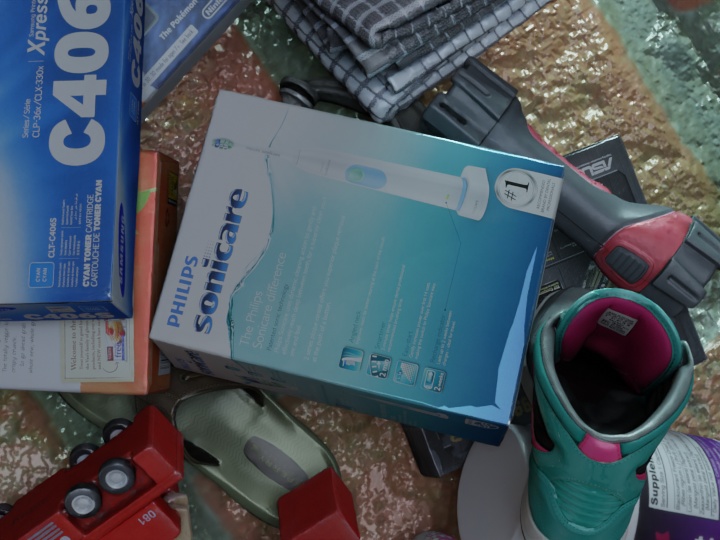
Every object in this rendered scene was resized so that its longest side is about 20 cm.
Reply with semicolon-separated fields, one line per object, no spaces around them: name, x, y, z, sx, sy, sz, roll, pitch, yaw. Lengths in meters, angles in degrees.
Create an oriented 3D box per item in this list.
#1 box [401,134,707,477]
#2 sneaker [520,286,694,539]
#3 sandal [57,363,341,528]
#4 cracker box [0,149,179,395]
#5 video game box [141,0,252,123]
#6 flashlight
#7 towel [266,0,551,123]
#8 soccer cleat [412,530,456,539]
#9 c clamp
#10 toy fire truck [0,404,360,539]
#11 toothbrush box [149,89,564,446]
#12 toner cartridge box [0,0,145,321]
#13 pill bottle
box;0.104;0.021;0.853;0.198;0.048;0.160;-22;89;-13
sneaker;0.126;0.048;0.715;0.082;0.122;0.201;11;40;-2
sandal;-0.093;0.085;0.799;0.200;0.057;0.080;32;78;-7
cracker box;-0.207;-0.002;0.754;0.197;0.058;0.136;3;88;5
video game box;-0.174;-0.177;0.782;0.182;0.047;0.200;44;101;-2
flashlight;0.131;-0.052;0.813;0.199;0.068;0.068;40;82;0
towel;0.034;-0.216;0.826;0.199;0.086;0.166;-35;72;-12
soccer cleat;0.041;0.215;0.747;0.085;0.200;0.071;5;115;-19
c clamp;-0.050;-0.049;0.816;0.170;0.027;0.201;28;70;20
toy fire truck;-0.115;0.157;0.768;0.199;0.049;0.141;-36;114;9
toothbrush box;0.000;0.000;0.737;0.197;0.085;0.148;12;76;4
toner cartridge box;-0.167;-0.076;0.706;0.094;0.043;0.203;-2;77;6
pill bottle;0.164;0.149;0.802;0.198;0.111;0.113;13;81;-21
